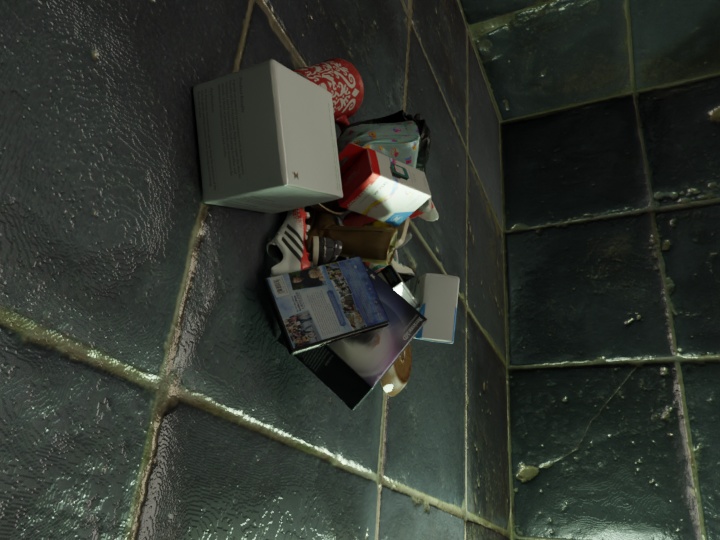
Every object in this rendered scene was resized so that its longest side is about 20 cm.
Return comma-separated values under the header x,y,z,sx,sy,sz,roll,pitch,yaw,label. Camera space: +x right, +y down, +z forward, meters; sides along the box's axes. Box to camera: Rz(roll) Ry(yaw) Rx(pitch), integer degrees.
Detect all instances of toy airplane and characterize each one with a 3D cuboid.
x,y,z,sx,sy,sz,roll,pitch,yaw,label
0.084,-0.115,1.372,0.198,0.198,0.143,-27,124,-31,toy airplane

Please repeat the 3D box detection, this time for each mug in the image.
x,y,z,sx,sy,sz,roll,pitch,yaw,label
-0.077,-0.361,1.266,0.178,0.133,0.200,46,32,3,mug

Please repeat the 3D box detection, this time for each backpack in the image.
x,y,z,sx,sy,sz,roll,pitch,yaw,label
0.046,-0.248,1.275,0.127,0.196,0.169,-118,-151,-55,backpack

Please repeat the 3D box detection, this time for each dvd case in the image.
x,y,z,sx,sy,sz,roll,pitch,yaw,label
-0.059,0.058,1.053,0.197,0.018,0.144,-13,67,-28,dvd case

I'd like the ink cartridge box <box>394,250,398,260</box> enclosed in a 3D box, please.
x,y,z,sx,sy,sz,roll,pitch,yaw,label
0.069,-0.019,1.588,0.200,0.046,0.163,-115,-165,-73,ink cartridge box

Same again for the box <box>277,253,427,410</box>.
x,y,z,sx,sy,sz,roll,pitch,yaw,label
-0.013,0.113,1.128,0.198,0.124,0.200,41,52,5,box

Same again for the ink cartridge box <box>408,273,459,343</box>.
x,y,z,sx,sy,sz,roll,pitch,yaw,label
0.164,0.090,1.394,0.200,0.084,0.149,146,-49,-82,ink cartridge box

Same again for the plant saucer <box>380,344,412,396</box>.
x,y,z,sx,sy,sz,roll,pitch,yaw,label
0.089,0.207,1.469,0.200,0.036,0.204,-8,90,-67,plant saucer

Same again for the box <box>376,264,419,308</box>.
x,y,z,sx,sy,sz,roll,pitch,yaw,label
0.020,0.088,1.294,0.117,0.199,0.060,47,9,-50,box

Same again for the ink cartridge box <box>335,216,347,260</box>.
x,y,z,sx,sy,sz,roll,pitch,yaw,label
0.000,0.000,1.395,0.199,0.043,0.199,37,33,-48,ink cartridge box

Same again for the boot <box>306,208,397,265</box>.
x,y,z,sx,sy,sz,roll,pitch,yaw,label
-0.017,-0.081,1.253,0.067,0.197,0.177,77,24,-45,boot

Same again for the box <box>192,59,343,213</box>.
x,y,z,sx,sy,sz,roll,pitch,yaw,label
-0.153,-0.216,1.018,0.199,0.169,0.203,0,83,-63,box

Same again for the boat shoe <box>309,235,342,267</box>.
x,y,z,sx,sy,sz,roll,pitch,yaw,label
-0.070,0.003,1.188,0.201,0.062,0.074,100,-14,-56,boat shoe

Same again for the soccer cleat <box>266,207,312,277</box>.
x,y,z,sx,sy,sz,roll,pitch,yaw,label
-0.140,-0.060,1.141,0.069,0.084,0.202,108,-21,-47,soccer cleat

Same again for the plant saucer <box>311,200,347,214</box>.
x,y,z,sx,sy,sz,roll,pitch,yaw,label
-0.100,-0.194,1.221,0.200,0.036,0.202,43,28,-30,plant saucer

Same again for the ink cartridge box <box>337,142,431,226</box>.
x,y,z,sx,sy,sz,roll,pitch,yaw,label
0.030,-0.170,1.199,0.198,0.116,0.068,15,50,-35,ink cartridge box

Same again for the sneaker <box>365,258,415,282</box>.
x,y,z,sx,sy,sz,roll,pitch,yaw,label
0.065,-0.016,1.412,0.199,0.070,0.094,11,52,-63,sneaker
